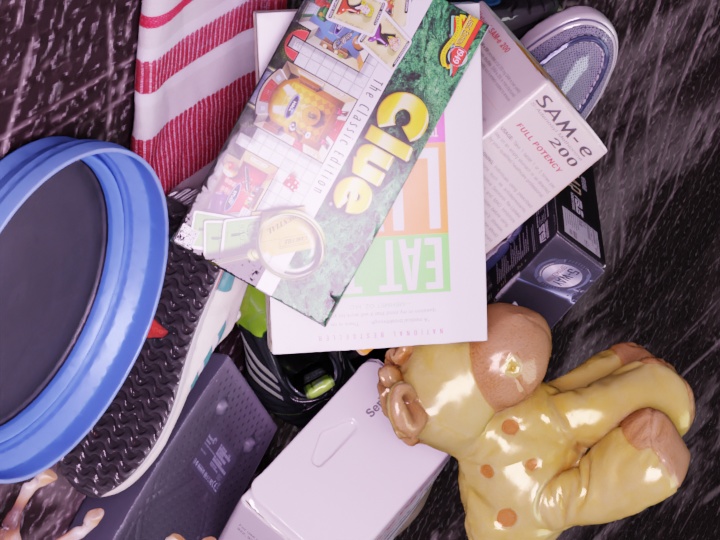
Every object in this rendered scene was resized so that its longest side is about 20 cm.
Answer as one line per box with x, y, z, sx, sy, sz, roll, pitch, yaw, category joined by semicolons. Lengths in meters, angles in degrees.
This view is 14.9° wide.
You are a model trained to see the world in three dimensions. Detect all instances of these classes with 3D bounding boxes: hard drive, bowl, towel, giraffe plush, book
-0.130;0.155;1.761;0.200;0.042;0.135;-60;155;-15;hard drive
-0.180;0.019;1.530;0.201;0.039;0.201;-44;146;-39;bowl
-0.087;-0.129;1.628;0.144;0.023;0.201;-37;143;-49;towel
0.089;0.086;1.719;0.200;0.173;0.162;-40;109;-2;giraffe plush
0.007;-0.056;1.634;0.048;0.133;0.201;-123;-150;-81;book

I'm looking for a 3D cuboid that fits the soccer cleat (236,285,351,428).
-0.040;0.062;1.810;0.067;0.081;0.200;-29;146;-5;soccer cleat

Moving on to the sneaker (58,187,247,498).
-0.111;0.047;1.659;0.093;0.070;0.200;5;110;-64;sneaker

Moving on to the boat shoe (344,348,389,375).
0.000;0.000;1.860;0.074;0.062;0.201;-23;139;-21;boat shoe

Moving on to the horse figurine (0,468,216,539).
-0.172;0.196;1.639;0.200;0.050;0.133;27;104;-39;horse figurine

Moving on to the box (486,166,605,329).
0.095;0.000;1.875;0.160;0.043;0.200;-49;-165;20;box

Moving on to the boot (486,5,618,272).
0.107;-0.076;1.816;0.200;0.073;0.090;-53;-154;19;boot

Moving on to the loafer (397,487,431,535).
-0.007;0.168;1.997;0.200;0.076;0.068;-51;158;-33;loafer

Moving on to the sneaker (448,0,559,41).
0.049;-0.145;1.831;0.200;0.073;0.082;-23;135;-35;sneaker

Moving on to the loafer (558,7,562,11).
0.076;-0.123;1.906;0.201;0.067;0.076;-64;157;-8;loafer

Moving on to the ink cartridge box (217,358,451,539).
-0.029;0.169;1.828;0.146;0.084;0.200;-47;172;-32;ink cartridge box

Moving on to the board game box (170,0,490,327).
-0.017;-0.079;1.591;0.201;0.105;0.023;-62;-172;-2;board game box

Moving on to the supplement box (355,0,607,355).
0.040;-0.059;1.723;0.200;0.126;0.074;-40;123;7;supplement box
